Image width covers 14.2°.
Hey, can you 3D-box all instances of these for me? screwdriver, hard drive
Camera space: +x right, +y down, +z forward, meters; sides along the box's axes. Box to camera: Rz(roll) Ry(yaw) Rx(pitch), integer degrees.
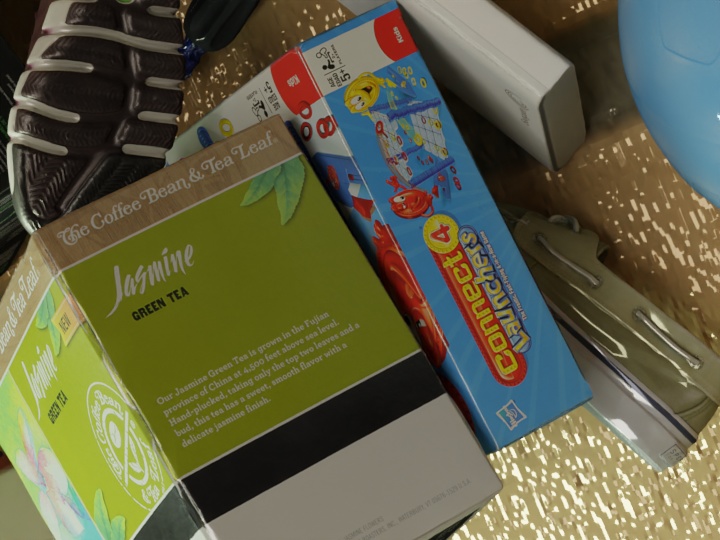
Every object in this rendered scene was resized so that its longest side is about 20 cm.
[{"bbox_3d":[-0.099,-0.083,1.440,0.201,0.028,0.029,-56,48,23],"label":"screwdriver"},{"bbox_3d":[0.016,-0.128,1.321,0.200,0.132,0.027,39,85,13],"label":"hard drive"}]

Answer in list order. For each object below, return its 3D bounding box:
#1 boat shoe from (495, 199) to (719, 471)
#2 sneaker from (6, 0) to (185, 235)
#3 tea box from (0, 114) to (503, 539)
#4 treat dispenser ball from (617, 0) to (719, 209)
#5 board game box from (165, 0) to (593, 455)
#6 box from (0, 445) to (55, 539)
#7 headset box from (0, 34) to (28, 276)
[{"bbox_3d":[0.091,0.007,1.356,0.062,0.072,0.200,-45,79,-3],"label":"boat shoe"},{"bbox_3d":[-0.122,-0.113,1.340,0.075,0.115,0.201,14,92,-18],"label":"sneaker"},{"bbox_3d":[-0.064,0.071,1.302,0.198,0.133,0.200,59,156,11],"label":"tea box"},{"bbox_3d":[0.206,-0.108,1.191,0.200,0.201,0.202,6,104,24],"label":"treat dispenser ball"},{"bbox_3d":[0.000,0.000,1.337,0.197,0.056,0.200,63,154,1],"label":"board game box"},{"bbox_3d":[-0.256,0.124,1.493,0.199,0.152,0.107,11,106,22],"label":"box"},{"bbox_3d":[-0.243,-0.072,1.430,0.175,0.093,0.200,53,154,4],"label":"headset box"}]
